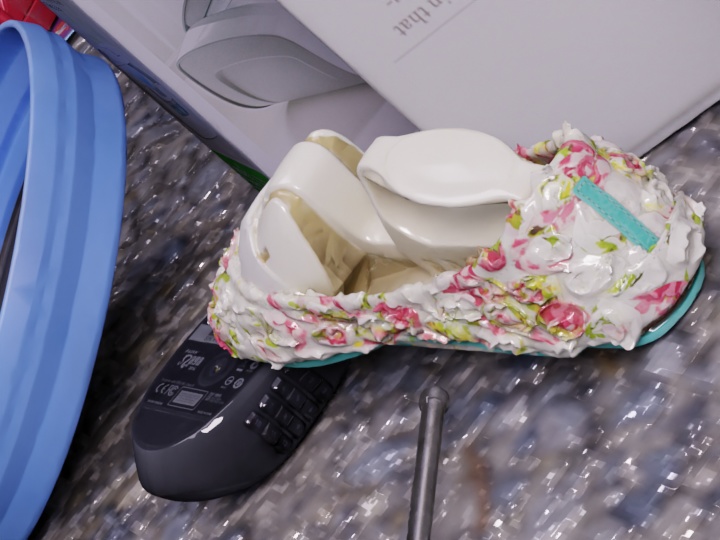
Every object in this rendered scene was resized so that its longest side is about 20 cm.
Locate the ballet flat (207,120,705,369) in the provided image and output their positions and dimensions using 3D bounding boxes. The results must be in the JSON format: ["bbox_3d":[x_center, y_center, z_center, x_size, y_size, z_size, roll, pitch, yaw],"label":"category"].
[{"bbox_3d":[0.013,-0.014,0.800,0.200,0.064,0.076,-5,47,49],"label":"ballet flat"}]

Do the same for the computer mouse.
[{"bbox_3d":[0.000,0.000,0.908,0.200,0.034,0.059,-48,27,-18],"label":"computer mouse"}]

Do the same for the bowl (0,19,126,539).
[{"bbox_3d":[-0.130,0.012,1.025,0.201,0.039,0.201,-167,90,-72],"label":"bowl"}]

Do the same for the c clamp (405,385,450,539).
[{"bbox_3d":[-0.056,0.132,0.760,0.200,0.027,0.171,-31,26,21],"label":"c clamp"}]

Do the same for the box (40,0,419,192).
[{"bbox_3d":[-0.020,-0.148,0.993,0.200,0.176,0.097,-50,20,-4],"label":"box"}]

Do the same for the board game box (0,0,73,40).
[{"bbox_3d":[-0.196,-0.131,1.530,0.200,0.039,0.158,-49,20,-2],"label":"board game box"}]

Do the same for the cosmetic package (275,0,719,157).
[{"bbox_3d":[0.048,-0.160,0.836,0.166,0.200,0.168,-37,23,32],"label":"cosmetic package"}]
